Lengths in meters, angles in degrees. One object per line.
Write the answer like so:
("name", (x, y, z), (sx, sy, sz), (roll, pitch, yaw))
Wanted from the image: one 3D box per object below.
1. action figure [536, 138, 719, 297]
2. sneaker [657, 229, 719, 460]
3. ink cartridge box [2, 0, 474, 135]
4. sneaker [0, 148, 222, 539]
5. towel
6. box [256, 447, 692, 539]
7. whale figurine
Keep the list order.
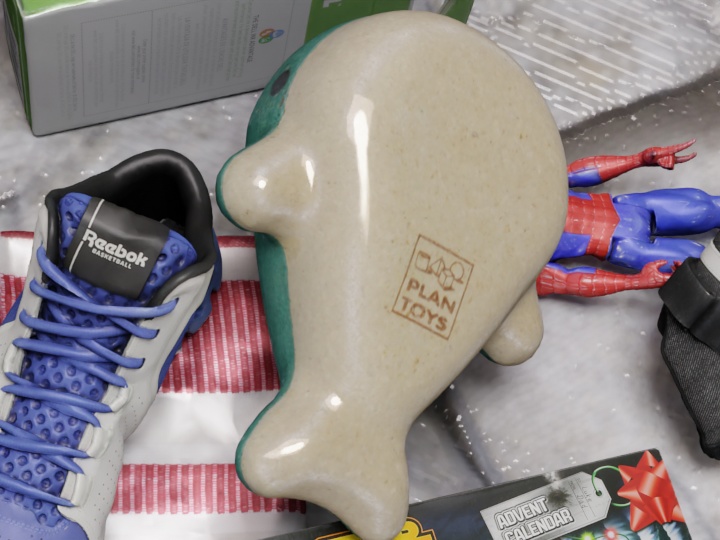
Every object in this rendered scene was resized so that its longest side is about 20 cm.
("action figure", (0.123, -0.018, 0.801), (0.199, 0.052, 0.066), (4, 70, -3))
("sneaker", (0.201, 0.055, 0.773), (0.112, 0.073, 0.200), (-41, 107, 18))
("ink cartridge box", (-0.051, -0.124, 0.790), (0.199, 0.104, 0.060), (-13, 70, -12))
("sneaker", (-0.108, 0.030, 0.687), (0.080, 0.115, 0.200), (23, 63, 2))
("towel", (-0.093, 0.076, 0.744), (0.143, 0.023, 0.201), (2, 67, -8))
("box", (0.044, 0.155, 0.707), (0.199, 0.040, 0.138), (-11, 68, -19))
("whale figurine", (0.000, 0.000, 0.717), (0.159, 0.104, 0.201), (26, 72, -33))
